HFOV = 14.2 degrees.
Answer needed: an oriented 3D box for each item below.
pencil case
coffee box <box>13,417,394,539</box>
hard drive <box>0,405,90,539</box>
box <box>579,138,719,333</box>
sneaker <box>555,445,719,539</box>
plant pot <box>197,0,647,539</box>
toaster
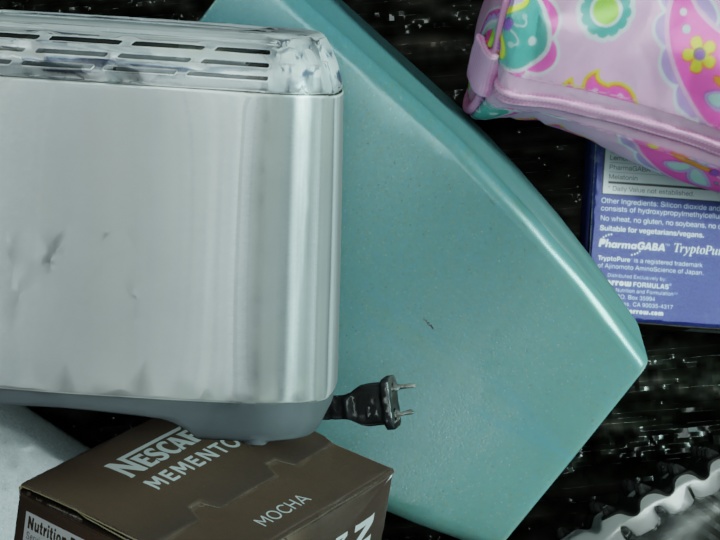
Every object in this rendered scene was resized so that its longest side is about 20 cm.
[{"bbox_3d":[0.140,-0.068,1.077,0.199,0.087,0.088,19,84,-1],"label":"pencil case"},{"bbox_3d":[-0.063,0.156,0.978,0.080,0.113,0.201,22,115,27],"label":"coffee box"},{"bbox_3d":[-0.125,0.137,1.105,0.200,0.033,0.140,33,85,1],"label":"hard drive"},{"bbox_3d":[0.150,-0.075,1.136,0.121,0.032,0.201,5,86,-2],"label":"box"},{"bbox_3d":[0.097,0.139,1.101,0.200,0.066,0.091,-34,90,-1],"label":"sneaker"},{"bbox_3d":[0.000,0.000,1.063,0.200,0.141,0.141,39,98,-3],"label":"plant pot"},{"bbox_3d":[-0.078,-0.017,0.937,0.199,0.114,0.130,4,97,2],"label":"toaster"}]
